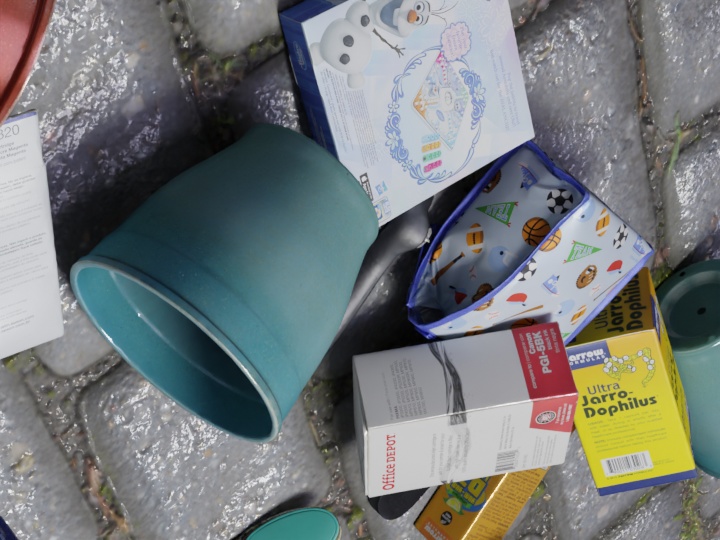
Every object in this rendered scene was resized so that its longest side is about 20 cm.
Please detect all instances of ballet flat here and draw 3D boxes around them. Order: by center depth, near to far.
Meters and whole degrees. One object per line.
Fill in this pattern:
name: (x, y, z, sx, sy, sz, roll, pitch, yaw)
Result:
ballet flat: (-0.108, 0.294, 1.566, 0.199, 0.072, 0.073, -31, 134, -22)

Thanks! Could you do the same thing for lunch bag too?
lunch bag: (0.148, -0.002, 1.533, 0.200, 0.124, 0.170, -50, 141, 8)

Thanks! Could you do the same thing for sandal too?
sandal: (0.091, 0.179, 1.668, 0.201, 0.043, 0.076, -52, 139, -1)

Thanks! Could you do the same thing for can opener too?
can opener: (0.000, 0.000, 1.464, 0.201, 0.078, 0.063, -58, 177, 12)

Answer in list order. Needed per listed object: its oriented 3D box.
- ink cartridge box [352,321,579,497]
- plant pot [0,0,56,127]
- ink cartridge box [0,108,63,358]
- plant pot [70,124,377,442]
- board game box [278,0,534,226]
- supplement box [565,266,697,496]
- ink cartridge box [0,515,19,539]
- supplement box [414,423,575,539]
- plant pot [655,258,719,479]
ink cartridge box: (0.093, 0.131, 1.525, 0.198, 0.084, 0.147, -9, 148, -6)
plant pot: (-0.310, -0.182, 0.963, 0.194, 0.201, 0.202, 19, 104, -38)
ink cartridge box: (-0.317, -0.009, 1.176, 0.195, 0.043, 0.202, -21, 127, -29)
plant pot: (-0.091, -0.004, 1.271, 0.189, 0.199, 0.201, -52, 141, -23)
board game box: (0.044, -0.161, 1.368, 0.198, 0.043, 0.202, -29, 123, -23)
supplement box: (0.271, 0.116, 1.678, 0.108, 0.109, 0.201, -13, 123, 15)
ink cartridge box: (-0.344, 0.298, 1.320, 0.201, 0.099, 0.039, -52, 137, -1)
supplement box: (0.145, 0.215, 1.725, 0.069, 0.066, 0.201, 24, 100, -48)
plant pot: (0.411, 0.096, 1.798, 0.200, 0.200, 0.188, -44, 123, -9)
